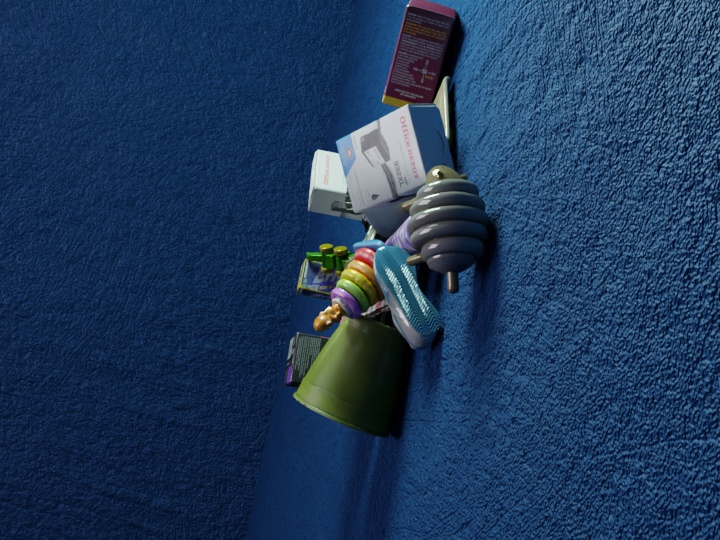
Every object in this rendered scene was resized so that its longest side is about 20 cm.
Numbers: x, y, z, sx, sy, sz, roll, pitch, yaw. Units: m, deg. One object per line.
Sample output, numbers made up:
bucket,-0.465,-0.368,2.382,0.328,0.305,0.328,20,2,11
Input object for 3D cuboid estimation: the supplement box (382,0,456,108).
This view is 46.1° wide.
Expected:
supplement box,0.120,-0.437,1.724,0.131,0.102,0.202,-71,-3,-65

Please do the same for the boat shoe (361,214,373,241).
boat shoe,0.036,-0.108,1.831,0.075,0.065,0.200,83,-157,-44

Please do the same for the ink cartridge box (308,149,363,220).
ink cartridge box,-0.023,-0.201,2.048,0.085,0.197,0.147,111,166,-44

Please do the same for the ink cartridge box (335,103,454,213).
ink cartridge box,0.062,-0.203,1.552,0.199,0.083,0.147,-18,84,46

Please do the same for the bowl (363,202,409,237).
bowl,0.067,-0.176,1.728,0.201,0.090,0.203,44,-143,-47

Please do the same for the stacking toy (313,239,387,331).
stacking toy,-0.013,0.045,1.564,0.200,0.110,0.116,-45,20,-24

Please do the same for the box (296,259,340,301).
box,-0.039,0.035,1.891,0.064,0.198,0.071,131,150,-72

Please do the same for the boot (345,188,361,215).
boot,0.022,-0.191,1.880,0.131,0.067,0.202,78,-153,-66

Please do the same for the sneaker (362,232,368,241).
sneaker,0.039,-0.067,1.970,0.200,0.075,0.093,128,160,-53

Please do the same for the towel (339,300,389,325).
towel,0.035,0.032,1.755,0.199,0.030,0.148,-27,44,39

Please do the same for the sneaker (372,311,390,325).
sneaker,0.025,0.069,1.822,0.080,0.085,0.203,-160,81,-79

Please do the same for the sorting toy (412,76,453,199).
sorting toy,0.145,-0.248,1.655,0.186,0.036,0.202,113,169,-50

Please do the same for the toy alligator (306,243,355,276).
toy alligator,-0.027,-0.022,1.811,0.054,0.198,0.060,-29,-58,-48

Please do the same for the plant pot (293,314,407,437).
plant pot,-0.002,0.188,1.623,0.200,0.198,0.195,-164,97,-80

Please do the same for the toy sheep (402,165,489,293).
toy sheep,0.130,-0.063,1.275,0.138,0.136,0.203,132,133,-71

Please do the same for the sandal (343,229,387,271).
sandal,0.001,0.000,1.695,0.080,0.057,0.202,63,-141,-36

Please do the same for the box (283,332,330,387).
box,-0.054,0.205,1.800,0.122,0.197,0.107,139,141,-73

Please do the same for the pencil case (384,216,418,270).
pencil case,0.102,-0.051,1.565,0.084,0.086,0.200,-43,0,-17

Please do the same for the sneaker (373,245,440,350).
sneaker,0.072,0.046,1.479,0.081,0.076,0.201,102,150,-55
